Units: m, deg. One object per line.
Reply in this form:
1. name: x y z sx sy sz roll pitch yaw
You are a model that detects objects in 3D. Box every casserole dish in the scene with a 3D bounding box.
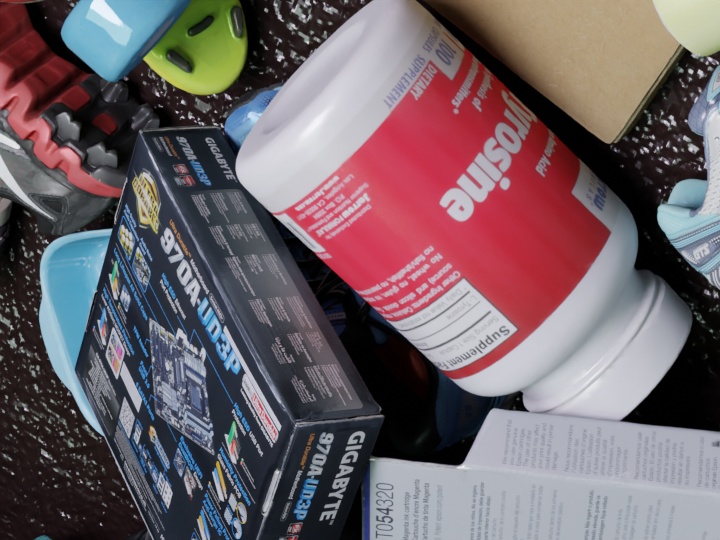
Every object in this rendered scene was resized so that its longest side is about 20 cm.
1. casserole dish: -0.089 0.030 1.186 0.199 0.039 0.122 -4 106 43

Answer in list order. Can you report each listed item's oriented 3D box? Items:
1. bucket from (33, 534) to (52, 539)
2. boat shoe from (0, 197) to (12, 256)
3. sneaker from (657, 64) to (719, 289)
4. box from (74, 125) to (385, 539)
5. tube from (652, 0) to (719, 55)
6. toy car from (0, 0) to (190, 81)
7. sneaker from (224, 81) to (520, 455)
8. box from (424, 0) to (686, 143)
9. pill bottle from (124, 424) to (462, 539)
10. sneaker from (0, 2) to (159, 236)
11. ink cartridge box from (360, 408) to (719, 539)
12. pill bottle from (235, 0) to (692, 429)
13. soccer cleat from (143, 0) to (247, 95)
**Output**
1. bucket: -0.198 0.259 1.297 0.208 0.134 0.208 56 163 27
2. boat shoe: -0.284 -0.042 1.269 0.199 0.073 0.063 20 123 17
3. sneaker: 0.181 -0.064 0.945 0.086 0.078 0.201 36 130 14
4. box: -0.068 0.056 1.068 0.200 0.046 0.160 58 142 39
5. tube: 0.200 -0.148 0.877 0.199 0.052 0.058 -27 81 36
6. toy car: -0.131 -0.192 0.963 0.184 0.200 0.177 43 96 -3
7. sneaker: 0.000 0.000 1.092 0.078 0.090 0.201 -32 96 41
8. box: 0.094 -0.173 0.973 0.163 0.021 0.200 39 131 8
9. pill bottle: -0.042 0.149 1.194 0.199 0.112 0.112 -28 99 41
10. sneaker: -0.194 -0.096 1.176 0.200 0.071 0.098 44 131 3
11. ink cartridge box: 0.101 0.140 1.066 0.198 0.044 0.197 7 140 6
12. pill bottle: 0.050 -0.018 1.023 0.200 0.113 0.112 42 133 -13
13. soccer cleat: -0.130 -0.164 1.114 0.200 0.065 0.084 46 161 -4
